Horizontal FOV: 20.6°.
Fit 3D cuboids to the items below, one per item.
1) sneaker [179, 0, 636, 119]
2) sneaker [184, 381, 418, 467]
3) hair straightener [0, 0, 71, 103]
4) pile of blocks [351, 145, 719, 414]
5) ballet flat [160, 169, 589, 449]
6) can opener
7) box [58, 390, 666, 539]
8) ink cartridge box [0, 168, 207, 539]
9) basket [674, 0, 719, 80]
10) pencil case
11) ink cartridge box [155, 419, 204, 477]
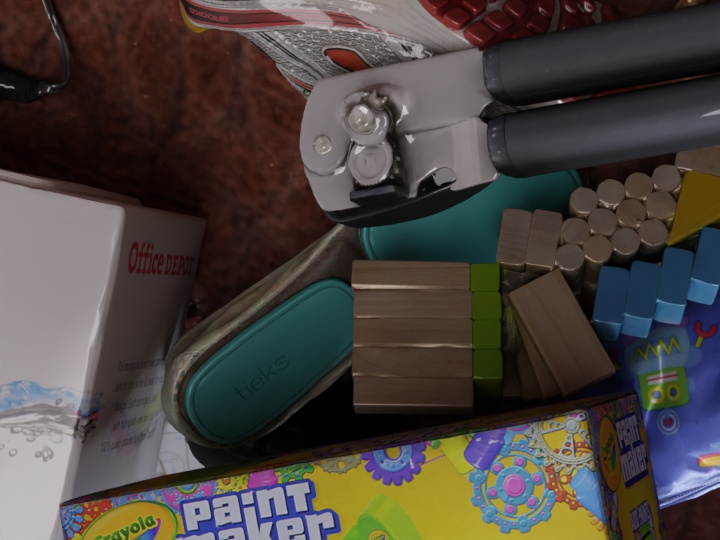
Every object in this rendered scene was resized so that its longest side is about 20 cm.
[{"bbox_3d":[0.017,-0.099,0.788,0.199,0.078,0.082,26,136,4],"label":"sneaker"},{"bbox_3d":[0.017,0.104,0.851,0.199,0.075,0.080,15,119,6],"label":"sneaker"},{"bbox_3d":[-0.213,-0.125,0.848,0.199,0.041,0.077,22,114,7],"label":"hair straightener"},{"bbox_3d":[0.086,0.010,0.775,0.199,0.062,0.082,-24,71,-4],"label":"pile of blocks"},{"bbox_3d":[0.000,0.000,0.821,0.199,0.062,0.068,-31,110,-3],"label":"ballet flat"},{"bbox_3d":[0.067,-0.059,0.720,0.199,0.066,0.053,-10,77,28],"label":"can opener"},{"bbox_3d":[0.016,0.158,0.731,0.199,0.122,0.194,-11,87,17],"label":"box"},{"bbox_3d":[-0.163,0.057,0.812,0.144,0.147,0.201,12,90,8],"label":"ink cartridge box"},{"bbox_3d":[0.202,-0.117,0.682,0.148,0.143,0.201,27,114,3],"label":"basket"},{"bbox_3d":[0.177,0.040,0.781,0.199,0.087,0.078,-15,145,21],"label":"pencil case"},{"bbox_3d":[-0.136,0.135,0.931,0.198,0.047,0.161,-2,109,5],"label":"ink cartridge box"}]
